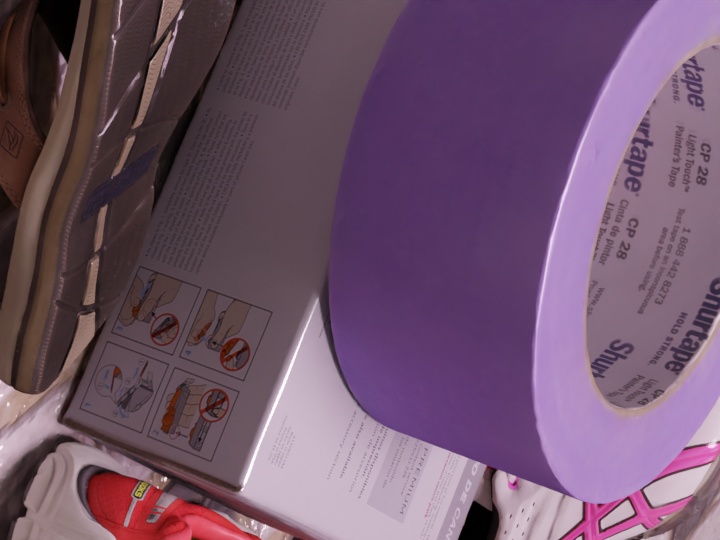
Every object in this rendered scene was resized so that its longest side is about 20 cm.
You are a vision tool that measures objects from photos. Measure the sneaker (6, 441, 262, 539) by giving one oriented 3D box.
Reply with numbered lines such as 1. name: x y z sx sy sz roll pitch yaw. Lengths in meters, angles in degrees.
1. sneaker: -0.056 0.126 0.932 0.077 0.084 0.200 -67 153 -8

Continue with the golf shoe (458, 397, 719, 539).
1. golf shoe: 0.093 0.087 1.112 0.092 0.073 0.200 21 120 -35

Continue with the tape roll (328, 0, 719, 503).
1. tape roll: 0.078 -0.026 0.903 0.200 0.084 0.201 -36 134 -47

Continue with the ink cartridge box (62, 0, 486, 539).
1. ink cartridge box: 0.000 0.000 0.956 0.175 0.083 0.201 37 73 -59

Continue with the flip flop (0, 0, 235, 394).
1. flip flop: -0.089 -0.053 0.800 0.081 0.057 0.201 -39 154 -55
